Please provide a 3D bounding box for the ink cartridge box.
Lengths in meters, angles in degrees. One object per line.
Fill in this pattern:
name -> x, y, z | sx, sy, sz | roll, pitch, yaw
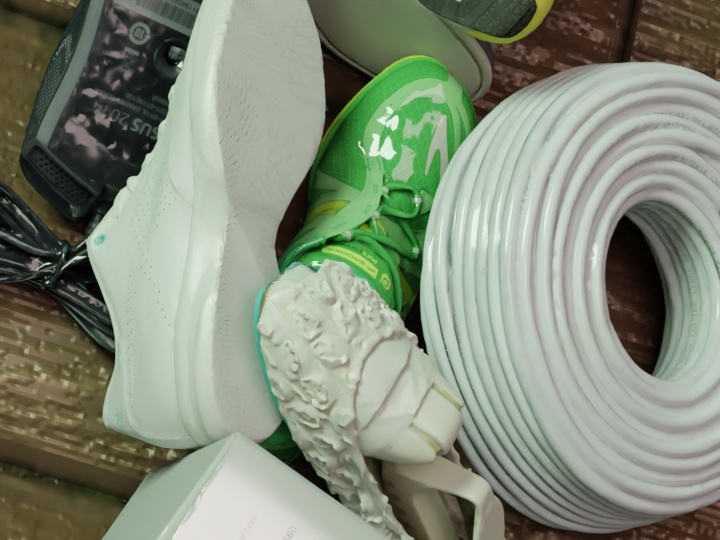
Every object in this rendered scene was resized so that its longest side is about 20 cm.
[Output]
ink cartridge box -> -0.010, 0.159, 1.156 | 0.200, 0.146, 0.084 | 37, 70, -9

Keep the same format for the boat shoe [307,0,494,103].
boat shoe -> -0.019, -0.147, 1.264 | 0.200, 0.067, 0.057 | 33, 50, -13

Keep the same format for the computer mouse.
computer mouse -> -0.096, -0.075, 1.223 | 0.138, 0.053, 0.200 | 29, 90, -15

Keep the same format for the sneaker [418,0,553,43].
sneaker -> 0.073, -0.149, 1.252 | 0.090, 0.078, 0.200 | 39, 26, -23

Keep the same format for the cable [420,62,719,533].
cable -> 0.115, 0.011, 1.247 | 0.200, 0.069, 0.200 | -5, 89, -41

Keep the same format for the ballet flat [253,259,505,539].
ballet flat -> 0.021, 0.072, 1.176 | 0.072, 0.072, 0.200 | -46, 136, -22

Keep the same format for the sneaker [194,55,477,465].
sneaker -> 0.000, 0.000, 1.226 | 0.074, 0.084, 0.200 | 32, 73, -13

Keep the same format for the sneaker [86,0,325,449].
sneaker -> -0.071, -0.029, 1.176 | 0.075, 0.088, 0.200 | 22, 71, -49
